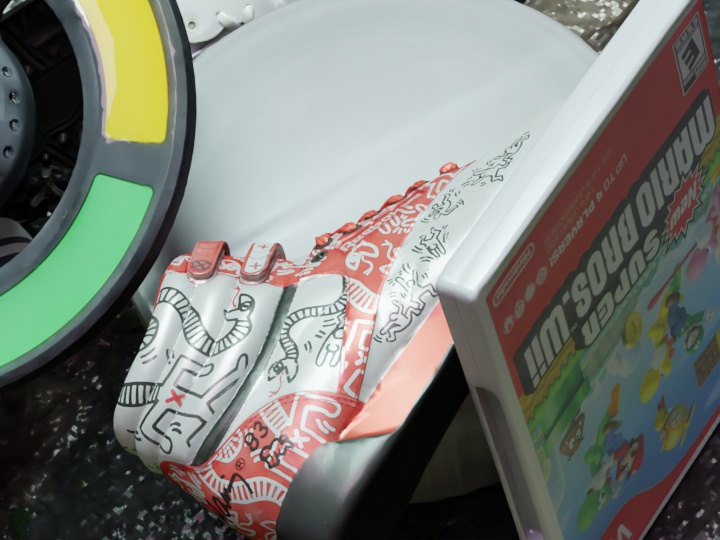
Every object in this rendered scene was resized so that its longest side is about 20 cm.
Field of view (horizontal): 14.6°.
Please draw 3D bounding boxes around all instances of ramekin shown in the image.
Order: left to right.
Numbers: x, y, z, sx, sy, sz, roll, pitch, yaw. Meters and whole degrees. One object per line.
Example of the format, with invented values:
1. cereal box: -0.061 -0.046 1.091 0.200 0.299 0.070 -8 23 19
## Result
1. ramekin: 0.014 -0.003 1.059 0.202 0.094 0.202 -5 54 6

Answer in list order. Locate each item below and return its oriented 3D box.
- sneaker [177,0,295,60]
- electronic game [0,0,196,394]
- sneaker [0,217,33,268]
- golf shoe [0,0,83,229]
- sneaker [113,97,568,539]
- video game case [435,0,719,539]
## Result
1. sneaker: -0.040 -0.120 1.178 0.200 0.075 0.100 4 74 12
2. electronic game: -0.152 -0.051 0.984 0.200 0.042 0.200 -3 81 16
3. sneaker: -0.174 0.074 1.033 0.200 0.078 0.079 -47 70 6
4. golf shoe: -0.140 -0.053 1.078 0.078 0.200 0.095 30 32 -21
5. sneaker: 0.000 0.000 0.960 0.108 0.067 0.201 26 67 21
6. video game case: 0.089 0.015 0.967 0.017 0.200 0.143 21 61 29
